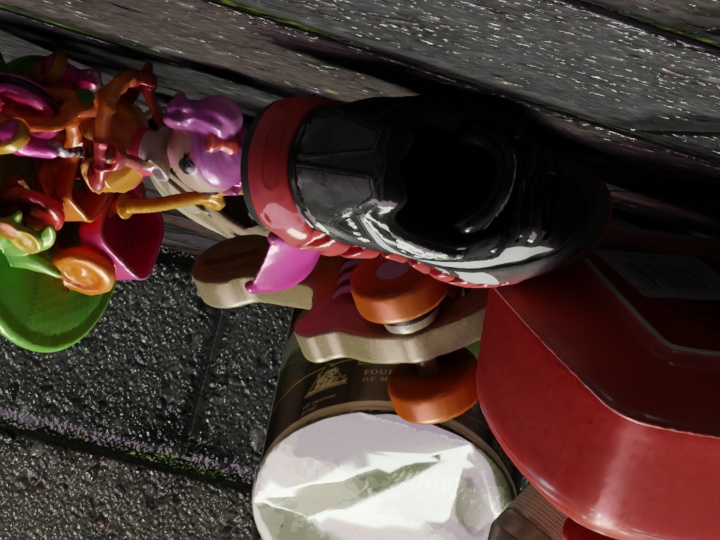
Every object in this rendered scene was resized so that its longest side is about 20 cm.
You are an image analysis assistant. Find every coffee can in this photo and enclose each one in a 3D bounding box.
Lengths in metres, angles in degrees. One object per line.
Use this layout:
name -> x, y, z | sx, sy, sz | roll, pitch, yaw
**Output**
coffee can -> 0.024, 0.069, 1.607 | 0.146, 0.147, 0.200 | 15, -141, -4

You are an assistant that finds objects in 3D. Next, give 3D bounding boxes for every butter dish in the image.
butter dish -> 0.137, 0.073, 1.342 | 0.199, 0.148, 0.200 | 7, -154, -30

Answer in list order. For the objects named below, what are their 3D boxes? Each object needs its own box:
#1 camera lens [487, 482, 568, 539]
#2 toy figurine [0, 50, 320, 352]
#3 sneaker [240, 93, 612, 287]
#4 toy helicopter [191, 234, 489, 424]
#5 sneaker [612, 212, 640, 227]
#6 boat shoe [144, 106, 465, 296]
camera lens -> 0.177, 0.133, 1.482 | 0.160, 0.200, 0.160 | 44, 174, 6
toy figurine -> -0.094, -0.051, 1.392 | 0.184, 0.151, 0.200 | -2, 143, 28
sneaker -> 0.048, -0.032, 1.216 | 0.200, 0.071, 0.098 | 10, 173, -43
toy helicopter -> 0.000, 0.000, 1.451 | 0.200, 0.132, 0.079 | 7, 130, 39
sneaker -> 0.151, 0.014, 1.549 | 0.200, 0.075, 0.084 | 18, 180, -43
boat shoe -> -0.034, -0.029, 1.533 | 0.200, 0.071, 0.065 | 24, 172, 17
